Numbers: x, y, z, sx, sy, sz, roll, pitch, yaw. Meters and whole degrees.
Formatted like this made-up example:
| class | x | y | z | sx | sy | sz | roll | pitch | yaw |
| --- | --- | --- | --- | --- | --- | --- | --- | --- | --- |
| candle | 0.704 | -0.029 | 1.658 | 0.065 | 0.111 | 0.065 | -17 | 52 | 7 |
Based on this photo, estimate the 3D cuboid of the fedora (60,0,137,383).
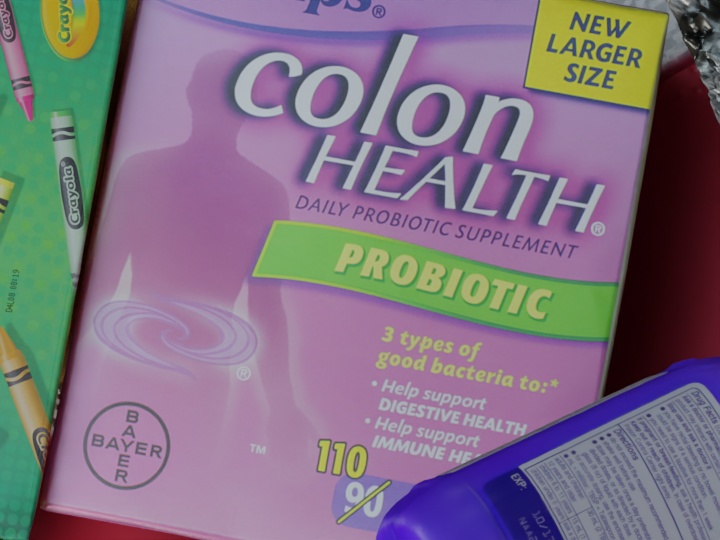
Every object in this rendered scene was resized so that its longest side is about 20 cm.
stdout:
| class | x | y | z | sx | sy | sz | roll | pitch | yaw |
| --- | --- | --- | --- | --- | --- | --- | --- | --- | --- |
| fedora | -0.129 | -0.033 | 0.990 | 0.200 | 0.082 | 0.201 | -5 | 81 | 35 |

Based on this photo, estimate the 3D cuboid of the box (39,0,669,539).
| class | x | y | z | sx | sy | sz | roll | pitch | yaw |
| --- | --- | --- | --- | --- | --- | --- | --- | --- | --- |
| box | 0.000 | 0.000 | 0.855 | 0.175 | 0.097 | 0.201 | 11 | 85 | 2 |

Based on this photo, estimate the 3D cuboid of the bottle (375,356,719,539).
| class | x | y | z | sx | sy | sz | roll | pitch | yaw |
| --- | --- | --- | --- | --- | --- | --- | --- | --- | --- |
| bottle | 0.106 | 0.071 | 0.779 | 0.084 | 0.200 | 0.065 | 66 | 159 | 1 |

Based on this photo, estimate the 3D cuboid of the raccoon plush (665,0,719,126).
| class | x | y | z | sx | sy | sz | roll | pitch | yaw |
| --- | --- | --- | --- | --- | --- | --- | --- | --- | --- |
| raccoon plush | 0.173 | -0.078 | 0.778 | 0.134 | 0.097 | 0.200 | -28 | 100 | 15 |

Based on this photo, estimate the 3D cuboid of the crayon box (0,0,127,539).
| class | x | y | z | sx | sy | sz | roll | pitch | yaw |
| --- | --- | --- | --- | --- | --- | --- | --- | --- | --- |
| crayon box | -0.126 | -0.011 | 0.854 | 0.058 | 0.119 | 0.201 | 11 | 86 | -9 |
